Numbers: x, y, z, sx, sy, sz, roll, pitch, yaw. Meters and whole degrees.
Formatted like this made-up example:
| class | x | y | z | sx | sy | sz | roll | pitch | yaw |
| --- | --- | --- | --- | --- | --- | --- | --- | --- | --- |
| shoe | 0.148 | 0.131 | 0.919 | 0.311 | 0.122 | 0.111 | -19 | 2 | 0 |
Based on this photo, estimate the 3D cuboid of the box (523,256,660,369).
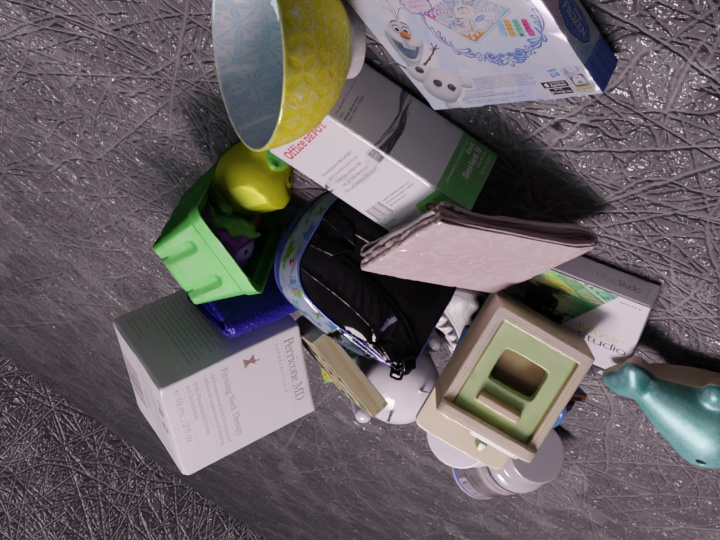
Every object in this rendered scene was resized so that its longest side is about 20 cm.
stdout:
| class | x | y | z | sx | sy | sz | roll | pitch | yaw |
| --- | --- | --- | --- | --- | --- | --- | --- | --- | --- |
| box | 0.268 | 0.049 | 1.404 | 0.144 | 0.036 | 0.200 | 22 | 154 | 14 |

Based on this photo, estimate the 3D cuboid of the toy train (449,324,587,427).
| class | x | y | z | sx | sy | sz | roll | pitch | yaw |
| --- | --- | --- | --- | --- | --- | --- | --- | --- | --- |
| toy train | 0.204 | 0.138 | 1.520 | 0.200 | 0.114 | 0.087 | 10 | -155 | -26 |

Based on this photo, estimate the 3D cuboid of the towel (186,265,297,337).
| class | x | y | z | sx | sy | sz | roll | pitch | yaw |
| --- | --- | --- | --- | --- | --- | --- | --- | --- | --- |
| towel | -0.116 | 0.007 | 1.523 | 0.148 | 0.200 | 0.050 | 36 | 143 | 48 |

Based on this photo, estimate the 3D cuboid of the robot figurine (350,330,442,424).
| class | x | y | z | sx | sy | sz | roll | pitch | yaw |
| --- | --- | --- | --- | --- | --- | --- | --- | --- | --- |
| robot figurine | 0.049 | 0.143 | 1.679 | 0.113 | 0.170 | 0.200 | 35 | -165 | -23 |

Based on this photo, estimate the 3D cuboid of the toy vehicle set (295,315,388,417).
| class | x | y | z | sx | sy | sz | roll | pitch | yaw |
| --- | --- | --- | --- | --- | --- | --- | --- | --- | --- |
| toy vehicle set | -0.033 | 0.123 | 1.548 | 0.124 | 0.027 | 0.200 | 51 | 173 | -10 |

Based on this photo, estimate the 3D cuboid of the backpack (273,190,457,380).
| class | x | y | z | sx | sy | sz | roll | pitch | yaw |
| --- | --- | --- | --- | --- | --- | --- | --- | --- | --- |
| backpack | 0.000 | 0.000 | 1.417 | 0.200 | 0.183 | 0.147 | 36 | 169 | -23 |

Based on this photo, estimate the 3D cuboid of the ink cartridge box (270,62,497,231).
| class | x | y | z | sx | sy | sz | roll | pitch | yaw |
| --- | --- | --- | --- | --- | --- | --- | --- | --- | --- |
| ink cartridge box | 0.021 | -0.127 | 1.256 | 0.200 | 0.084 | 0.146 | 33 | 157 | -13 |

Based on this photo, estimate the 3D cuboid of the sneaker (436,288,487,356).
| class | x | y | z | sx | sy | sz | roll | pitch | yaw |
| --- | --- | --- | --- | --- | --- | --- | --- | --- | --- |
| sneaker | 0.157 | 0.082 | 1.561 | 0.081 | 0.075 | 0.200 | 1 | 146 | 32 |

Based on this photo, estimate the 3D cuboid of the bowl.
| class | x | y | z | sx | sy | sz | roll | pitch | yaw |
| --- | --- | --- | --- | --- | --- | --- | --- | --- | --- |
| bowl | -0.059 | -0.217 | 1.106 | 0.108 | 0.200 | 0.200 | -10 | 170 | -24 |

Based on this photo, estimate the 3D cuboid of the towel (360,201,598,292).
| class | x | y | z | sx | sy | sz | roll | pitch | yaw |
| --- | --- | --- | --- | --- | --- | --- | --- | --- | --- |
| towel | 0.122 | -0.022 | 1.267 | 0.191 | 0.032 | 0.200 | 10 | 163 | -23 |

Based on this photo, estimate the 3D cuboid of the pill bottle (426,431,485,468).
| class | x | y | z | sx | sy | sz | roll | pitch | yaw |
| --- | --- | --- | --- | --- | --- | --- | --- | --- | --- |
| pill bottle | 0.167 | 0.211 | 1.643 | 0.116 | 0.116 | 0.200 | 20 | -170 | 19 |

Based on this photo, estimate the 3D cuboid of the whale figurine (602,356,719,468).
| class | x | y | z | sx | sy | sz | roll | pitch | yaw |
| --- | --- | --- | --- | --- | --- | --- | --- | --- | --- |
| whale figurine | 0.388 | 0.171 | 1.415 | 0.200 | 0.104 | 0.159 | 23 | 158 | -12 |

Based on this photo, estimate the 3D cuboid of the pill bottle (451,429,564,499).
| class | x | y | z | sx | sy | sz | roll | pitch | yaw |
| --- | --- | --- | --- | --- | --- | --- | --- | --- | --- |
| pill bottle | 0.233 | 0.299 | 1.859 | 0.114 | 0.114 | 0.200 | 33 | 156 | -10 |

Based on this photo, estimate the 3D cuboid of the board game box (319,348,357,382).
| class | x | y | z | sx | sy | sz | roll | pitch | yaw |
| --- | --- | --- | --- | --- | --- | --- | --- | --- | --- |
| board game box | -0.042 | 0.073 | 1.700 | 0.029 | 0.135 | 0.200 | -12 | 163 | -16 |

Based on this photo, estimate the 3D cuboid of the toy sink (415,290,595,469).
| class | x | y | z | sx | sy | sz | roll | pitch | yaw |
| --- | --- | --- | --- | --- | --- | --- | --- | --- | --- |
| toy sink | 0.165 | 0.144 | 1.389 | 0.130 | 0.200 | 0.112 | 31 | -169 | -3 |

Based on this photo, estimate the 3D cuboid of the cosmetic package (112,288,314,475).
| class | x | y | z | sx | sy | sz | roll | pitch | yaw |
| --- | --- | --- | --- | --- | --- | --- | --- | --- | --- |
| cosmetic package | -0.194 | 0.128 | 1.568 | 0.166 | 0.200 | 0.167 | 44 | 152 | 44 |

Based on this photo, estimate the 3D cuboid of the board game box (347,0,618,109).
| class | x | y | z | sx | sy | sz | roll | pitch | yaw |
| --- | --- | --- | --- | --- | --- | --- | --- | --- | --- |
| board game box | 0.091 | -0.227 | 1.024 | 0.200 | 0.043 | 0.199 | 2 | 146 | 46 |

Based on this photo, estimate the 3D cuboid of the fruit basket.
| class | x | y | z | sx | sy | sz | roll | pitch | yaw |
| --- | --- | --- | --- | --- | --- | --- | --- | --- | --- |
| fruit basket | -0.138 | -0.078 | 1.436 | 0.216 | 0.216 | 0.156 | -6 | 125 | 53 |
